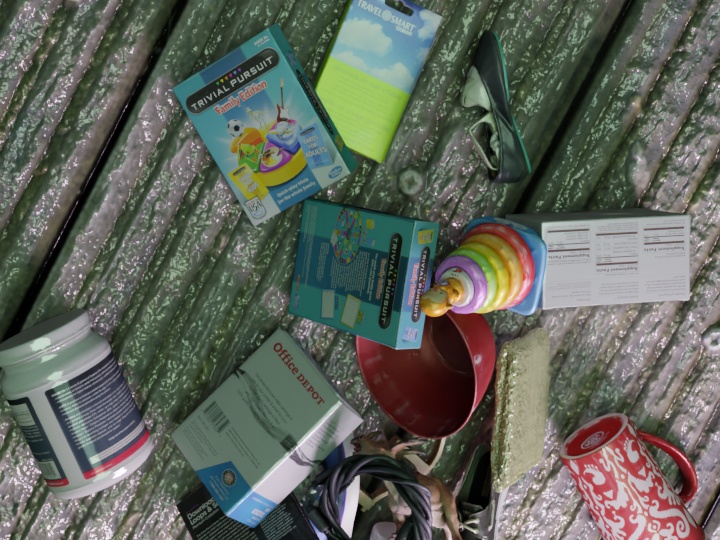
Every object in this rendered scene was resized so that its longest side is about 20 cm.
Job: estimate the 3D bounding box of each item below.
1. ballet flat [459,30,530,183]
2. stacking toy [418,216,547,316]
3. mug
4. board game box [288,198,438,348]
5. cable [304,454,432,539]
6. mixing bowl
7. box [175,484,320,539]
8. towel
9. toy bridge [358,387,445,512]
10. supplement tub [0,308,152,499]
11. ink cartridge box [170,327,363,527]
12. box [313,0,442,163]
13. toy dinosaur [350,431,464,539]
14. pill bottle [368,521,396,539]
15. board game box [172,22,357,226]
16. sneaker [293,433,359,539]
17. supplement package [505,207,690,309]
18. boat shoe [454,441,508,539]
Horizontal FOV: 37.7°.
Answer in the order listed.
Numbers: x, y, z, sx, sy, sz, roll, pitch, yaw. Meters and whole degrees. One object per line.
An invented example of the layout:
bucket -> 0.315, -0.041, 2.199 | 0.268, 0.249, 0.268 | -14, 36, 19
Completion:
ballet flat -> 0.169, -0.208, 1.378 | 0.072, 0.073, 0.202 | -17, 103, -7
stacking toy -> 0.128, 0.013, 1.249 | 0.115, 0.199, 0.111 | 20, 116, 31
mug -> 0.377, 0.302, 1.475 | 0.133, 0.178, 0.201 | -27, 99, 32
board game box -> 0.000, 0.000, 1.314 | 0.047, 0.199, 0.153 | 2, 99, -45
cable -> 0.015, 0.307, 1.294 | 0.051, 0.199, 0.165 | -18, 78, -47
mixing bowl -> 0.101, 0.103, 1.365 | 0.108, 0.199, 0.203 | -22, 104, -43
box -> -0.136, 0.343, 1.355 | 0.142, 0.036, 0.201 | -36, 62, 3
towel -> 0.214, 0.184, 1.414 | 0.036, 0.148, 0.203 | 7, 100, 28
toy bridge -> 0.068, 0.254, 1.446 | 0.067, 0.027, 0.200 | 41, 90, -14
supplement tub -> -0.355, 0.164, 1.304 | 0.139, 0.140, 0.202 | -23, 101, -6
ink cartridge box -> -0.119, 0.199, 1.342 | 0.200, 0.145, 0.084 | -44, 146, -1
box -> 0.012, -0.254, 1.353 | 0.121, 0.048, 0.202 | 22, 95, -12
toy dinosaur -> 0.080, 0.290, 1.370 | 0.085, 0.136, 0.200 | -32, 119, 21
pill bottle -> 0.033, 0.454, 1.425 | 0.112, 0.113, 0.202 | 17, 95, -11
board game box -> -0.119, -0.179, 1.314 | 0.150, 0.047, 0.201 | -27, 102, 20
sneaker -> -0.083, 0.307, 1.400 | 0.144, 0.081, 0.203 | 3, 103, -14
supplement package -> 0.306, -0.019, 1.381 | 0.197, 0.156, 0.113 | -3, 97, -9
boat shoe -> 0.152, 0.332, 1.421 | 0.064, 0.070, 0.202 | 37, 62, -49
